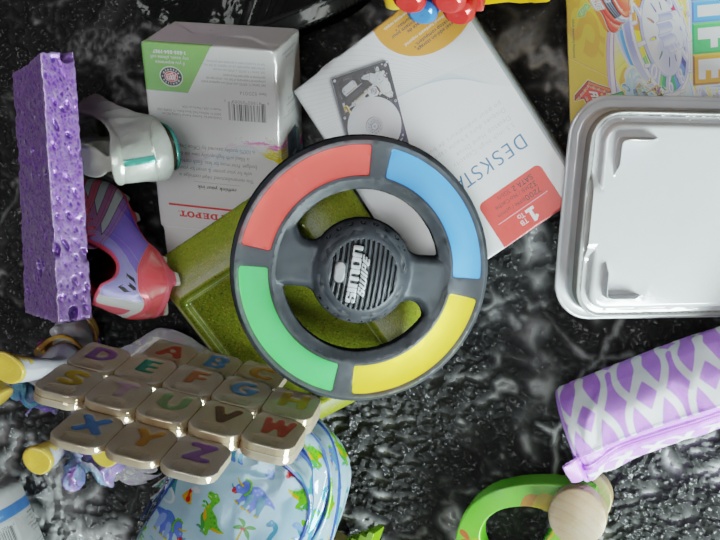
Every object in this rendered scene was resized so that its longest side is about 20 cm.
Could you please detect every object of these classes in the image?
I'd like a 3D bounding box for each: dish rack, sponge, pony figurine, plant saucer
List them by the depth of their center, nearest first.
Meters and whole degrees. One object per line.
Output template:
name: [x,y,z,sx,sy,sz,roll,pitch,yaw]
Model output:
dish rack: [0.250,-0.041,0.726,0.196,0.044,0.175,0,106,-9]
sponge: [-0.248,-0.064,0.768,0.029,0.111,0.204,-5,96,-31]
plant saucer: [-0.055,0.039,0.801,0.198,0.048,0.201,-30,105,24]
pony figurine: [-0.225,0.108,0.834,0.193,0.200,0.167,43,102,-10]

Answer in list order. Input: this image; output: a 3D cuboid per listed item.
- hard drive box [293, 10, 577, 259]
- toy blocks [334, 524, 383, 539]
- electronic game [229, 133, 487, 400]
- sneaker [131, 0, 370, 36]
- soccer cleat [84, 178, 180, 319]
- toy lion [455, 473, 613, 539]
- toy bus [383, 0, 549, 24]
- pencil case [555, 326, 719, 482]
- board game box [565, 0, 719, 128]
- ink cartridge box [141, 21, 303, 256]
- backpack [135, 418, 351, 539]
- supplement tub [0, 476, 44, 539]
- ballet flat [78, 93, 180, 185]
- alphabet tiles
hard drive box: [0.067,-0.106,0.787,0.155,0.077,0.202,-35,89,14]
toy blocks: [-0.077,0.294,0.865,0.135,0.100,0.203,23,101,21]
electronic game: [0.000,0.000,0.727,0.196,0.042,0.204,-2,103,-7]
sneaker: [-0.095,-0.237,0.817,0.197,0.060,0.106,-20,96,17]
soccer cleat: [-0.225,-0.026,0.824,0.200,0.076,0.067,44,114,40]
toy lion: [0.131,0.280,0.828,0.188,0.069,0.204,-9,94,21]
toy bus: [0.093,-0.246,0.663,0.196,0.136,0.195,2,58,17]
pencil case: [0.252,0.102,0.757,0.197,0.086,0.084,-24,126,21]
board game box: [0.229,-0.193,0.761,0.132,0.034,0.204,-2,96,13]
ink cartridge box: [-0.110,-0.098,0.814,0.115,0.068,0.203,7,119,12]
backpack: [-0.091,0.200,0.773,0.162,0.154,0.201,35,84,19]
supplement tub: [-0.345,0.310,0.899,0.130,0.132,0.203,-21,91,14]
ballet flat: [-0.218,-0.106,0.800,0.199,0.068,0.071,20,104,52]
alphabet tiles: [-0.131,0.094,0.710,0.196,0.196,0.015,12,107,9]
